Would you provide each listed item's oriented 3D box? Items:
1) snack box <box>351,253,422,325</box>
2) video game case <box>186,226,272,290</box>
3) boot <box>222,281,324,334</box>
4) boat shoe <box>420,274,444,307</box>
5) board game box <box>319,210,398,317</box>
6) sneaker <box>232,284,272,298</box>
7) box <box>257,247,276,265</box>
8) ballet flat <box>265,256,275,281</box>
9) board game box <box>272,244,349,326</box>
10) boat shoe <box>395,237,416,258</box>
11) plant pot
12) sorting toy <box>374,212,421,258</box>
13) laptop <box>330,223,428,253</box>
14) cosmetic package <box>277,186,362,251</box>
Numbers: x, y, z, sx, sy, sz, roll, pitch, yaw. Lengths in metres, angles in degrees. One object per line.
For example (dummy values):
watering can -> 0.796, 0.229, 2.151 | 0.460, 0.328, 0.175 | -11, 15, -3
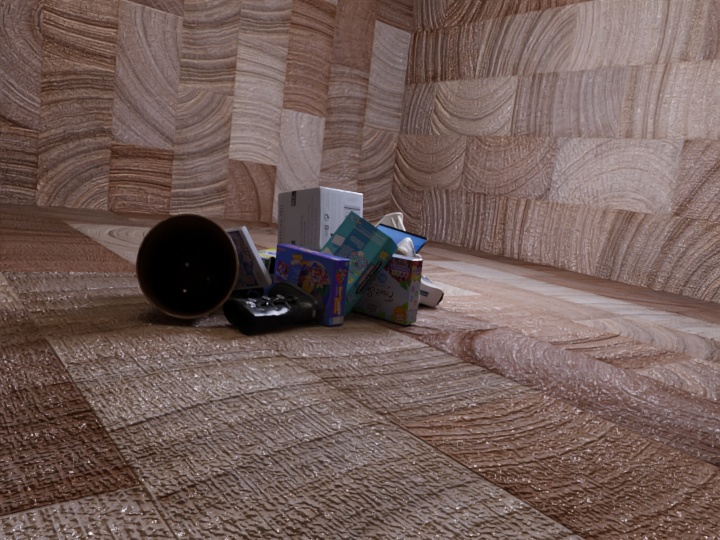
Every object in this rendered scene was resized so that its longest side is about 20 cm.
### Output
snack box -> 0.044, 0.031, 1.346 | 0.195, 0.148, 0.052 | 12, 11, 37
video game case -> -0.300, -0.019, 1.263 | 0.194, 0.146, 0.018 | -6, 33, 27
boot -> -0.192, 0.073, 1.165 | 0.161, 0.068, 0.197 | 12, 14, 39
boat shoe -> 0.127, 0.035, 1.533 | 0.197, 0.076, 0.092 | 27, 7, -38
board game box -> -0.029, -0.016, 1.313 | 0.150, 0.202, 0.047 | 36, -4, 42
sneaker -> -0.290, 0.031, 1.351 | 0.196, 0.073, 0.077 | 11, 18, 40
box -> -0.266, -0.033, 1.818 | 0.114, 0.050, 0.198 | 11, 11, 26
ballet flat -> -0.231, 0.004, 1.593 | 0.064, 0.059, 0.199 | 3, 9, -24
board game box -> -0.112, 0.027, 1.260 | 0.196, 0.140, 0.044 | 15, 12, 43
boat shoe -> 0.121, 0.010, 1.416 | 0.069, 0.204, 0.070 | 19, 50, 29
plant pot -> -0.336, 0.004, 1.158 | 0.180, 0.194, 0.200 | 5, -9, -12
sorting toy -> 0.060, -0.062, 1.685 | 0.173, 0.109, 0.203 | -3, 41, -14
laptop -> 0.052, -0.086, 1.519 | 0.174, 0.106, 0.198 | 20, -4, 36
cosmetic package -> -0.114, -0.134, 1.628 | 0.162, 0.172, 0.196 | 2, -2, -44
